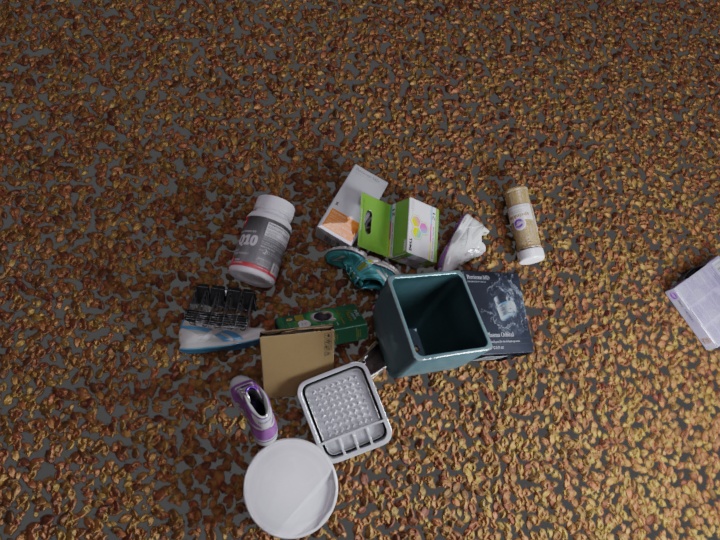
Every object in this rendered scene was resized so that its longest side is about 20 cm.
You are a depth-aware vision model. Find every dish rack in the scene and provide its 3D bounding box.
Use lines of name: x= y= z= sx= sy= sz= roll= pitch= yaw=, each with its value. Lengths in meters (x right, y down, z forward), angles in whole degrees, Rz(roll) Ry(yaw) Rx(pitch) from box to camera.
dish rack: x=-0.311 y=0.090 z=1.393 sx=0.152 sy=0.200 sz=0.055 roll=6 pitch=112 yaw=-7
dish rack: x=-0.036 y=0.316 z=1.415 sx=0.171 sy=0.044 sz=0.201 roll=-21 pitch=94 yaw=1

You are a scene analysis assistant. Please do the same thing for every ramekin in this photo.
ramekin: x=-0.149 y=0.462 z=1.349 sx=0.201 sy=0.094 sz=0.204 roll=1 pitch=79 yaw=-5

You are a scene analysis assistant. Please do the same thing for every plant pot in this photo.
plant pot: x=0.132 y=0.138 z=1.391 sx=0.195 sy=0.200 sz=0.197 roll=-4 pitch=61 yaw=-27

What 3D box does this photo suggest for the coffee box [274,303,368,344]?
coffee box: x=-0.091 y=0.134 z=1.453 sx=0.199 sy=0.123 sz=0.044 roll=-10 pitch=112 yaw=-14

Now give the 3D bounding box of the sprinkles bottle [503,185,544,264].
sprinkles bottle: x=0.427 y=-0.119 z=1.645 sx=0.068 sy=0.068 sz=0.201 roll=-6 pitch=74 yaw=-12

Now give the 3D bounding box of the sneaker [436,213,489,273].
sneaker: x=0.262 y=-0.049 z=1.591 sx=0.099 sy=0.075 sz=0.201 roll=30 pitch=71 yaw=1

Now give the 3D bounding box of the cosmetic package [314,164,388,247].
cosmetic package: x=-0.023 y=-0.153 z=1.575 sx=0.101 sy=0.071 sz=0.201 roll=29 pitch=71 yaw=0

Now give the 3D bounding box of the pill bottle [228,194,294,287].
pill bottle: x=-0.231 y=-0.071 z=1.492 sx=0.113 sy=0.114 sz=0.201 roll=17 pitch=71 yaw=-5

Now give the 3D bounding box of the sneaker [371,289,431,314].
sneaker: x=0.126 y=0.068 z=1.541 sx=0.199 sy=0.079 sz=0.096 roll=5 pitch=61 yaw=-10

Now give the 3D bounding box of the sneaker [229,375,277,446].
sneaker: x=-0.234 y=0.268 z=1.352 sx=0.072 sy=0.115 sz=0.200 roll=-23 pitch=40 yaw=-23

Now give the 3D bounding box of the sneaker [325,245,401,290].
sneaker: x=0.000 y=0.000 z=1.510 sx=0.199 sy=0.078 sz=0.080 roll=22 pitch=64 yaw=17

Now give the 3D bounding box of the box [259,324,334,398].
box: x=-0.140 y=0.205 z=1.394 sx=0.162 sy=0.201 sz=0.021 roll=-5 pitch=40 yaw=-10

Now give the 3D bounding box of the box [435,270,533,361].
box: x=0.289 y=0.112 z=1.492 sx=0.196 sy=0.117 sz=0.201 roll=2 pitch=72 yaw=-35

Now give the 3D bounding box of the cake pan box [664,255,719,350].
cake pan box: x=0.945 y=0.082 z=1.685 sx=0.184 sy=0.052 sz=0.200 roll=-32 pitch=81 yaw=-19

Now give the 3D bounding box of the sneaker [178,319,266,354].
sneaker: x=-0.314 y=0.141 z=1.436 sx=0.199 sy=0.077 sz=0.081 roll=-2 pitch=72 yaw=-13

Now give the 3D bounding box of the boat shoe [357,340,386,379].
boat shoe: x=0.053 y=0.197 z=1.490 sx=0.200 sy=0.060 sz=0.072 roll=-42 pitch=83 yaw=-18

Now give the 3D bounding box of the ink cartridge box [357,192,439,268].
ink cartridge box: x=0.095 y=-0.104 z=1.534 sx=0.199 sy=0.076 sz=0.149 roll=18 pitch=68 yaw=-37
